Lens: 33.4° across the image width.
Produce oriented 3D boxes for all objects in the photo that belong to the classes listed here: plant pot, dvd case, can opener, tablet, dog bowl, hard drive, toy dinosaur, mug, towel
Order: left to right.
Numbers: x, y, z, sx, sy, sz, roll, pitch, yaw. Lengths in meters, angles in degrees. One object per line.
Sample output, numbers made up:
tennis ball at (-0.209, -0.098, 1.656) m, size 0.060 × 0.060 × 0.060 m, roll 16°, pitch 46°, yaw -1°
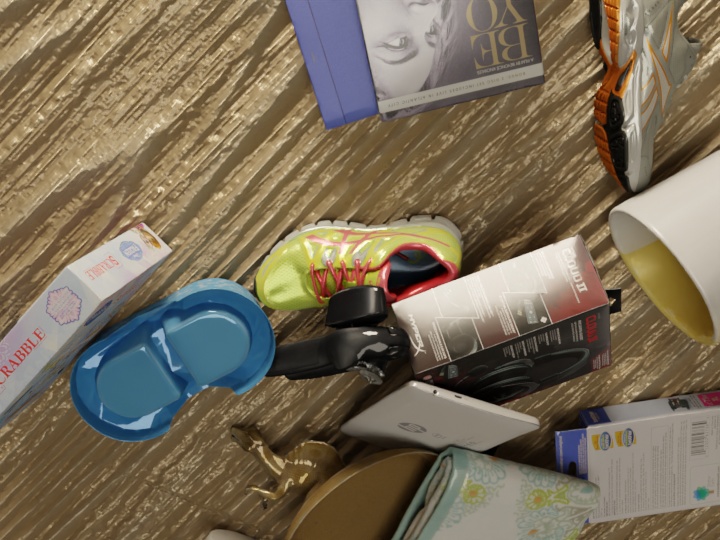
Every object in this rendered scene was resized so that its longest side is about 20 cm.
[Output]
dog bowl at (-0.173, 0.079, 1.117) m, size 0.199 × 0.050 × 0.112 m, roll -27°, pitch 113°, yaw 7°
toy dinosaur at (-0.040, 0.213, 1.185) m, size 0.198 × 0.058 × 0.102 m, roll 15°, pitch 113°, yaw -10°
can opener at (-0.024, 0.072, 1.078) m, size 0.063 × 0.079 × 0.200 m, roll 18°, pitch 155°, yaw -26°
plant pot at (0.006, 0.244, 1.182) m, size 0.199 × 0.028 × 0.201 m, roll -21°, pitch 137°, yaw -21°
hard drive at (0.045, -0.214, 1.030) m, size 0.198 × 0.025 × 0.133 m, roll -18°, pitch 114°, yaw 2°
tablet at (0.068, 0.147, 1.121) m, size 0.129 × 0.200 × 0.014 m, roll 18°, pitch 66°, yaw -13°
dvd case at (0.068, -0.235, 0.998) m, size 0.147 × 0.016 × 0.202 m, roll -13°, pitch 116°, yaw 0°
towel at (0.121, 0.268, 1.195) m, size 0.170 × 0.048 × 0.201 m, roll 14°, pitch 120°, yaw -23°
mug at (0.328, -0.035, 1.095) m, size 0.153 × 0.187 × 0.150 m, roll -37°, pitch 82°, yaw -5°

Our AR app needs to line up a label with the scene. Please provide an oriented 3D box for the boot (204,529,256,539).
boot at (-0.093, 0.346, 1.230) m, size 0.199 × 0.073 × 0.091 m, roll 33°, pitch 101°, yaw -19°

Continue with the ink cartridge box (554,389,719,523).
ink cartridge box at (0.293, 0.192, 1.226) m, size 0.198 × 0.042 × 0.120 m, roll -9°, pitch 114°, yaw -5°

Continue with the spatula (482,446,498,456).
spatula at (0.113, 0.237, 1.232) m, size 0.056 × 0.021 × 0.202 m, roll 2°, pitch 111°, yaw -37°

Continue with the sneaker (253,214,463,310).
sneaker at (0.000, 0.000, 1.082) m, size 0.198 × 0.090 × 0.079 m, roll -14°, pitch 115°, yaw 0°

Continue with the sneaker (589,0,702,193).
sneaker at (0.257, -0.165, 1.052) m, size 0.091 × 0.076 × 0.202 m, roll -11°, pitch 117°, yaw -9°

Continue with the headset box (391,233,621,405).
headset box at (0.142, 0.056, 1.092) m, size 0.198 × 0.078 × 0.149 m, roll -19°, pitch 152°, yaw 2°

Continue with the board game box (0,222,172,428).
board game box at (-0.262, 0.058, 1.018) m, size 0.041 × 0.200 × 0.200 m, roll 43°, pitch 102°, yaw -4°
